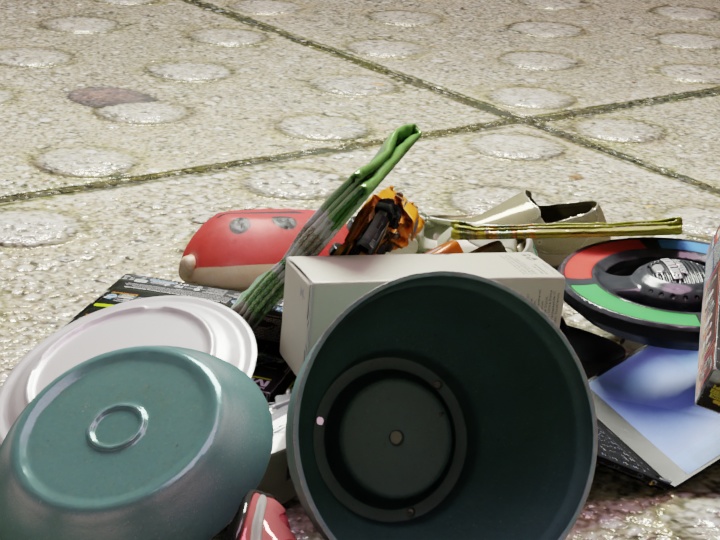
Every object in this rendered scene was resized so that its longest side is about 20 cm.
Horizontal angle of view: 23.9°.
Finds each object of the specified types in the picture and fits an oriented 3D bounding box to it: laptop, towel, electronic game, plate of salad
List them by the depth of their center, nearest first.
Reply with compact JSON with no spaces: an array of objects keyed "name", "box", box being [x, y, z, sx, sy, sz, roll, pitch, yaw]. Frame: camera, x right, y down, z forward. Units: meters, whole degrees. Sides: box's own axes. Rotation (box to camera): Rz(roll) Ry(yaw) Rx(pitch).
[{"name":"plate of salad","box":[-0.169,0.087,1.242,0.198,0.048,0.201,-10,33,7]},{"name":"laptop","box":[0.194,0.079,1.289,0.199,0.104,0.177,24,9,-26]},{"name":"towel","box":[-0.039,-0.026,1.317,0.031,0.200,0.149,41,28,-2]},{"name":"electronic game","box":[0.260,0.014,1.397,0.198,0.042,0.200,2,23,-1]},{"name":"towel","box":[0.180,-0.037,1.487,0.198,0.018,0.086,-1,1,8]}]

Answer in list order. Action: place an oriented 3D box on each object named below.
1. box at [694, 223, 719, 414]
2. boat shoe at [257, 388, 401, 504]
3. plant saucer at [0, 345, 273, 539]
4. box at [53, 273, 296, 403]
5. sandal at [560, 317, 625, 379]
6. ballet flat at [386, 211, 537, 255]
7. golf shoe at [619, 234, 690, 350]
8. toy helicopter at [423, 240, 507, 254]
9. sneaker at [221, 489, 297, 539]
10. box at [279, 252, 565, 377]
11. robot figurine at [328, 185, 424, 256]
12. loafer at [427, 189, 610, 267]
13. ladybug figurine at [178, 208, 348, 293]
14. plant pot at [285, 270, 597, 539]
[{"name":"box","box":[0.325,0.050,1.278,0.136,0.040,0.200,21,37,0]},{"name":"boat shoe","box":[-0.046,0.114,1.213,0.200,0.071,0.071,-20,40,-41]},{"name":"plant saucer","box":[-0.158,0.114,1.132,0.198,0.036,0.201,-8,42,8]},{"name":"box","box":[-0.136,0.065,1.380,0.198,0.048,0.193,9,23,12]},{"name":"sandal","box":[0.144,0.044,1.478,0.199,0.043,0.076,18,25,35]},{"name":"ballet flat","box":[0.071,-0.028,1.612,0.198,0.070,0.070,5,20,-1]},{"name":"golf shoe","box":[0.259,0.018,1.530,0.096,0.079,0.200,-3,19,0]},{"name":"toy helicopter","box":[0.069,0.018,1.440,0.132,0.079,0.200,-26,4,30]},{"name":"sneaker","box":[-0.049,0.201,1.015,0.086,0.074,0.200,26,13,-10]},{"name":"box","box":[0.045,0.033,1.247,0.198,0.083,0.068,0,18,-19]},{"name":"robot figurine","box":[0.000,0.000,1.356,0.058,0.145,0.200,33,17,-2]},{"name":"loafer","box":[0.151,-0.044,1.684,0.198,0.069,0.076,1,20,-4]},{"name":"ladybug figurine","box":[-0.076,-0.017,1.536,0.199,0.073,0.135,-4,11,-42]},{"name":"plant pot","box":[0.038,0.109,1.112,0.199,0.202,0.134,-3,-6,-16]}]
